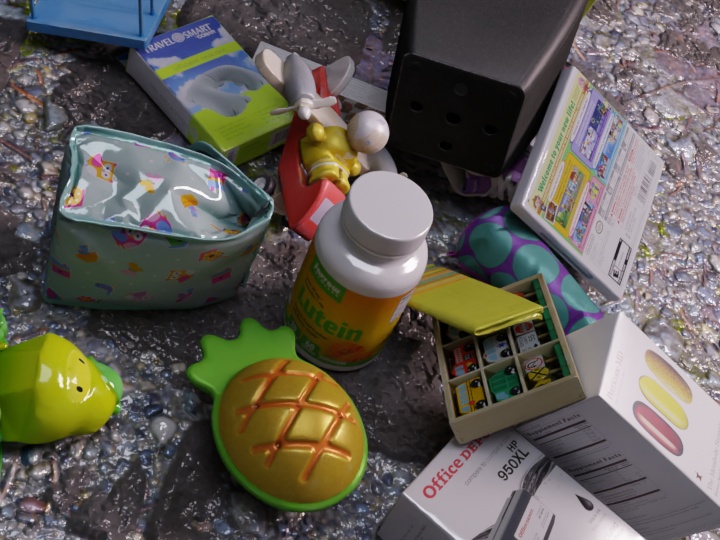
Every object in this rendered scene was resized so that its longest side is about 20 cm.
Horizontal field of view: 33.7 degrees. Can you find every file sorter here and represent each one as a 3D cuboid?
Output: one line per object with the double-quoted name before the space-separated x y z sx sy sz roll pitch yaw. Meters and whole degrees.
"file sorter" -0.286 -0.365 1.353 0.138 0.123 0.201 9 44 2

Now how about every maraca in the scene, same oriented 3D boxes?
"maraca" -0.075 0.130 1.083 0.137 0.107 0.200 -21 63 -31

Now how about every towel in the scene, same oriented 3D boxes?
"towel" 0.092 0.031 1.204 0.086 0.018 0.200 -18 20 -26

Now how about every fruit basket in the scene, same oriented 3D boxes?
"fruit basket" -0.309 0.093 1.010 0.214 0.156 0.217 -1 54 1

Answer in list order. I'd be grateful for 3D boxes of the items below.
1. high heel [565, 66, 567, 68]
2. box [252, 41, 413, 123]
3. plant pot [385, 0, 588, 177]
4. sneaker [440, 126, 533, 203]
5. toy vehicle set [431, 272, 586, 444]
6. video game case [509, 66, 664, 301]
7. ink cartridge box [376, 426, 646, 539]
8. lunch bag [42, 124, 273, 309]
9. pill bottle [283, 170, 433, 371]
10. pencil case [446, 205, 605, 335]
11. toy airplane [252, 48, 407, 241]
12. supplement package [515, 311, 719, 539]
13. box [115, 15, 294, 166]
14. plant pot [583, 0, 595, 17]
"high heel" 0.295 -0.209 1.520 0.199 0.068 0.096 30 58 21
"box" -0.036 -0.212 1.412 0.199 0.039 0.042 20 47 -5
"plant pot" 0.123 -0.224 1.319 0.199 0.200 0.178 19 49 6
"sneaker" 0.178 -0.094 1.383 0.200 0.073 0.114 37 47 24
"toy vehicle set" 0.138 0.080 1.148 0.124 0.027 0.200 -22 26 9
"video game case" 0.259 -0.097 1.334 0.182 0.022 0.201 39 60 -27
"ink cartridge box" 0.138 0.245 1.089 0.200 0.084 0.145 39 49 13
"lunch bag" -0.191 -0.038 1.129 0.199 0.171 0.123 8 59 -15
"pill bottle" 0.000 0.000 1.152 0.110 0.200 0.112 10 50 -13
"pencil case" 0.187 0.028 1.279 0.092 0.085 0.200 -39 66 8
"toy airplane" -0.028 -0.149 1.268 0.200 0.141 0.200 -28 107 -54
"supplement package" 0.265 0.156 1.147 0.200 0.109 0.114 41 46 -18
"box" -0.173 -0.210 1.352 0.122 0.048 0.200 -29 68 -34
"plant pot" 0.186 -0.368 1.448 0.200 0.187 0.187 38 50 4
